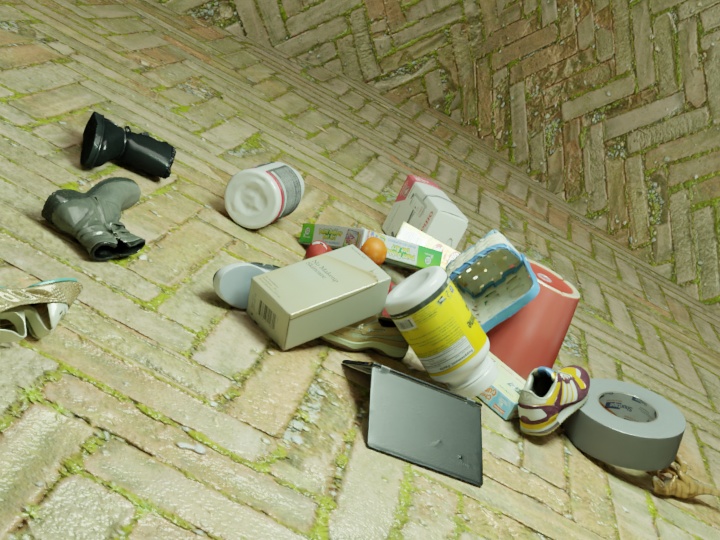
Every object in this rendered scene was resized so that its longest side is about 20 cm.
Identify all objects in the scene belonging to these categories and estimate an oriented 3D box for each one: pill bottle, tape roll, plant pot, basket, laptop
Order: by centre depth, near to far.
[{"bbox_3d":[0.071,0.216,1.475,0.186,0.117,0.200,23,-10,-19],"label":"laptop"},{"bbox_3d":[0.134,0.103,1.616,0.201,0.112,0.113,56,13,-13],"label":"pill bottle"},{"bbox_3d":[0.452,0.262,1.749,0.199,0.067,0.200,9,20,-3],"label":"tape roll"},{"bbox_3d":[0.231,0.032,1.787,0.139,0.176,0.200,46,23,-19],"label":"basket"},{"bbox_3d":[0.311,0.086,1.926,0.199,0.178,0.201,25,18,-9],"label":"plant pot"},{"bbox_3d":[-0.175,-0.149,1.938,0.110,0.111,0.200,31,18,7],"label":"pill bottle"}]

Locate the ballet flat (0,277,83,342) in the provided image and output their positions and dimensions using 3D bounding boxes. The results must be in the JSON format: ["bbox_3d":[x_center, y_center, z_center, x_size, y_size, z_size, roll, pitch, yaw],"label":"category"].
[{"bbox_3d":[-0.389,0.050,1.164,0.200,0.070,0.066,-9,68,-59],"label":"ballet flat"}]

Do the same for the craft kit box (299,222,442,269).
[{"bbox_3d":[0.019,-0.044,1.927,0.199,0.049,0.197,15,-1,-39],"label":"craft kit box"}]

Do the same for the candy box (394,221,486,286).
[{"bbox_3d":[0.152,-0.014,2.075,0.199,0.056,0.115,30,-18,0],"label":"candy box"}]

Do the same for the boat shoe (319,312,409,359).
[{"bbox_3d":[0.006,0.084,1.627,0.199,0.076,0.072,13,23,-40],"label":"boat shoe"}]

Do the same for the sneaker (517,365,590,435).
[{"bbox_3d":[0.325,0.191,1.687,0.075,0.091,0.200,7,27,33],"label":"sneaker"}]

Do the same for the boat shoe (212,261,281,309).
[{"bbox_3d":[-0.167,0.015,1.580,0.066,0.070,0.199,19,13,35],"label":"boat shoe"}]

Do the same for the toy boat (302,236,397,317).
[{"bbox_3d":[0.000,0.000,1.760,0.199,0.131,0.131,25,17,-12],"label":"toy boat"}]

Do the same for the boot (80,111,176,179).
[{"bbox_3d":[-0.412,-0.209,1.816,0.162,0.074,0.198,25,17,-23],"label":"boot"}]

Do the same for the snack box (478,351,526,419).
[{"bbox_3d":[0.212,0.177,1.750,0.200,0.037,0.116,40,22,31],"label":"snack box"}]

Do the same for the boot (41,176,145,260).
[{"bbox_3d":[-0.369,-0.069,1.519,0.130,0.068,0.200,38,27,14],"label":"boot"}]

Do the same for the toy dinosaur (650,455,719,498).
[{"bbox_3d":[0.562,0.370,1.751,0.199,0.061,0.107,9,37,-24],"label":"toy dinosaur"}]

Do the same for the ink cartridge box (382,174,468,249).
[{"bbox_3d":[0.139,-0.101,2.226,0.082,0.147,0.200,18,20,-26],"label":"ink cartridge box"}]

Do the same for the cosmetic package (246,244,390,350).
[{"bbox_3d":[-0.063,0.038,1.545,0.199,0.073,0.103,-21,48,-38],"label":"cosmetic package"}]
